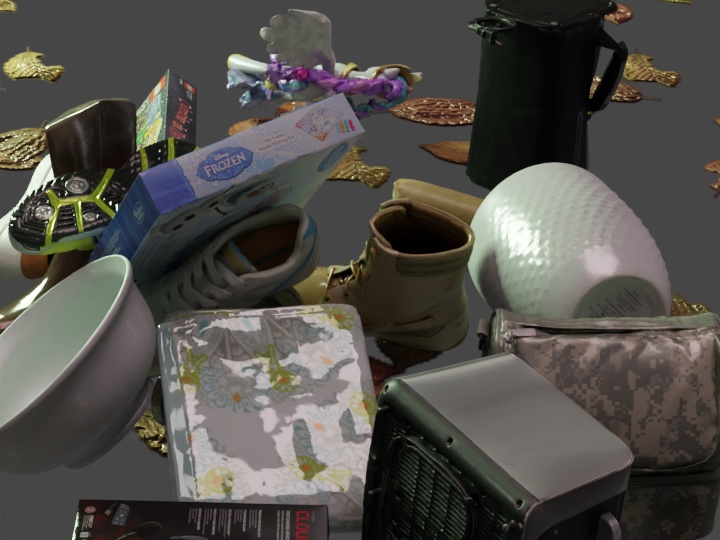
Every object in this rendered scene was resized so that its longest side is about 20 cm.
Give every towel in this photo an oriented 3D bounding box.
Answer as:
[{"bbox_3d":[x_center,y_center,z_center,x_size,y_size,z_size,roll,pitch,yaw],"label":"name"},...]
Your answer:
[{"bbox_3d":[-0.069,0.114,1.366,0.169,0.048,0.201,-2,54,-11],"label":"towel"}]

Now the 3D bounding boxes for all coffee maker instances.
[{"bbox_3d":[0.170,-0.180,1.830,0.190,0.202,0.135,-11,30,-29],"label":"coffee maker"}]

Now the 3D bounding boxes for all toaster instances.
[{"bbox_3d":[0.085,0.173,1.212,0.118,0.182,0.200,-13,34,-32],"label":"toaster"}]

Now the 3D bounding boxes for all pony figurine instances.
[{"bbox_3d":[-0.055,-0.208,1.937,0.192,0.168,0.199,-13,17,-41],"label":"pony figurine"}]

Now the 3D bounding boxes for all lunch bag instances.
[{"bbox_3d":[0.180,0.108,1.346,0.198,0.169,0.140,0,29,-5],"label":"lunch bag"}]

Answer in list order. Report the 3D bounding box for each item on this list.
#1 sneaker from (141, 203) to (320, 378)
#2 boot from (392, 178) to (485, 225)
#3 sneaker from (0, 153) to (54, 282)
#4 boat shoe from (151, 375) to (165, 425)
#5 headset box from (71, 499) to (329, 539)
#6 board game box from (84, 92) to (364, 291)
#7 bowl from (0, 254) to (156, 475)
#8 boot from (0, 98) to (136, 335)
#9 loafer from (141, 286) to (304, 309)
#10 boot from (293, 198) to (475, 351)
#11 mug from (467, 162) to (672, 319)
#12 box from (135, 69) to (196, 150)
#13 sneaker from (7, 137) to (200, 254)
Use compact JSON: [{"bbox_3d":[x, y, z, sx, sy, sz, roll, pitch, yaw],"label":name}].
[{"bbox_3d":[-0.123,0.011,1.455,0.199,0.081,0.077,-37,75,-11],"label":"sneaker"},{"bbox_3d":[0.119,-0.048,1.658,0.198,0.175,0.067,18,69,20],"label":"boot"},{"bbox_3d":[-0.280,-0.052,1.682,0.084,0.073,0.201,3,39,20],"label":"sneaker"},{"bbox_3d":[-0.080,0.088,1.456,0.199,0.073,0.065,-15,30,-39],"label":"boat shoe"},{"bbox_3d":[-0.100,0.229,1.193,0.198,0.078,0.149,1,29,-1],"label":"headset box"},{"bbox_3d":[-0.118,-0.056,1.456,0.198,0.200,0.044,-24,79,-30],"label":"board game box"},{"bbox_3d":[-0.226,0.090,1.374,0.200,0.090,0.202,-35,23,17],"label":"bowl"},{"bbox_3d":[-0.265,-0.048,1.542,0.064,0.202,0.186,21,33,33],"label":"boot"},{"bbox_3d":[-0.147,0.048,1.524,0.198,0.076,0.068,-3,29,8],"label":"loafer"},{"bbox_3d":[0.000,0.000,1.529,0.198,0.156,0.073,9,57,5],"label":"boot"},{"bbox_3d":[0.195,0.027,1.485,0.147,0.201,0.176,-34,27,1],"label":"mug"},{"bbox_3d":[-0.213,-0.096,1.709,0.038,0.137,0.201,32,22,-20],"label":"box"},{"bbox_3d":[-0.211,-0.045,1.510,0.199,0.077,0.075,-21,52,-36],"label":"sneaker"}]
